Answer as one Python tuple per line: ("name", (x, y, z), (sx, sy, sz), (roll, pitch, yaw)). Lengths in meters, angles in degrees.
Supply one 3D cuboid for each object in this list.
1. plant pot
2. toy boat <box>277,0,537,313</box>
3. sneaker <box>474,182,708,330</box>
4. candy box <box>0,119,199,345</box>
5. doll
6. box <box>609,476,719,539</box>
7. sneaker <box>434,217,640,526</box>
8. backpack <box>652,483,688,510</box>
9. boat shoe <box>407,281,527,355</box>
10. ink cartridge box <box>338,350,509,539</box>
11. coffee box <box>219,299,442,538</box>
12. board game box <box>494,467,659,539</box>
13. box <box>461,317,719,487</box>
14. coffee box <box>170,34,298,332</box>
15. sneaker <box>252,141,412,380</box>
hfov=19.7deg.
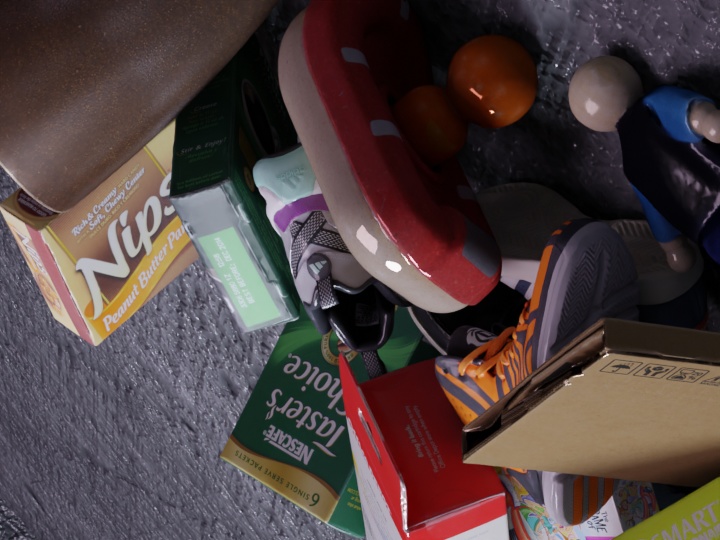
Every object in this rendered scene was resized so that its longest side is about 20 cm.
("plant pot", (-0.143, -0.166, 1.244), (0.188, 0.199, 0.187), (58, -172, -14))
("toy boat", (0.041, -0.086, 1.165), (0.130, 0.130, 0.201), (33, -151, -55))
("sneaker", (0.123, 0.009, 1.215), (0.199, 0.075, 0.085), (22, 142, 49))
("candy box", (-0.147, -0.056, 1.463), (0.055, 0.200, 0.116), (29, 151, 40))
("doll", (0.182, -0.037, 1.060), (0.200, 0.048, 0.137), (42, 157, 16))
("box", (0.189, 0.165, 1.131), (0.122, 0.199, 0.048), (31, -148, -51))
("sneaker", (0.090, 0.044, 1.158), (0.112, 0.077, 0.202), (34, 136, 38))
("backpack", (0.200, 0.214, 1.348), (0.200, 0.153, 0.164), (48, 164, 46))
("boat shoe", (0.113, 0.048, 1.292), (0.199, 0.075, 0.066), (40, 166, 16))
("ink cartridge box", (0.042, 0.141, 1.270), (0.201, 0.067, 0.117), (82, 166, -47))
("coffee box", (-0.004, 0.065, 1.397), (0.123, 0.201, 0.044), (27, 179, 44))
("board game box", (0.140, 0.193, 1.272), (0.134, 0.034, 0.202), (-12, 97, 55))
("box", (0.172, 0.074, 1.063), (0.164, 0.198, 0.021), (134, 138, -56))
("coffee box", (-0.079, -0.070, 1.344), (0.201, 0.044, 0.124), (-93, -17, -48))
("sneaker", (0.000, 0.000, 1.294), (0.200, 0.077, 0.141), (5, -113, -67))
